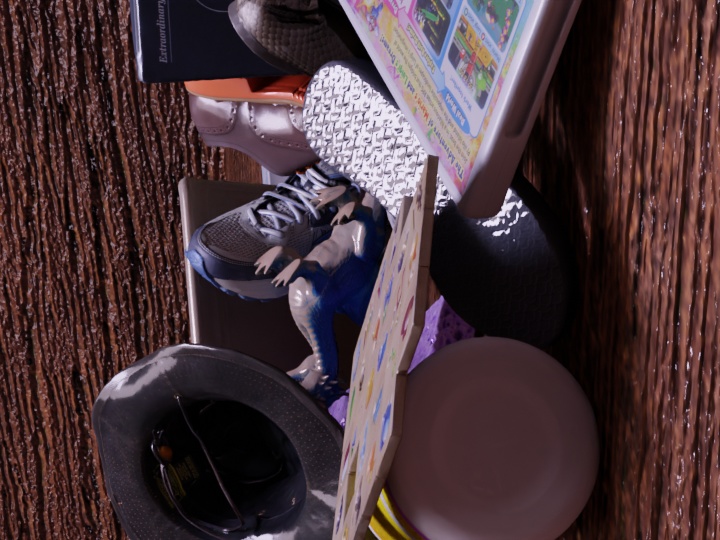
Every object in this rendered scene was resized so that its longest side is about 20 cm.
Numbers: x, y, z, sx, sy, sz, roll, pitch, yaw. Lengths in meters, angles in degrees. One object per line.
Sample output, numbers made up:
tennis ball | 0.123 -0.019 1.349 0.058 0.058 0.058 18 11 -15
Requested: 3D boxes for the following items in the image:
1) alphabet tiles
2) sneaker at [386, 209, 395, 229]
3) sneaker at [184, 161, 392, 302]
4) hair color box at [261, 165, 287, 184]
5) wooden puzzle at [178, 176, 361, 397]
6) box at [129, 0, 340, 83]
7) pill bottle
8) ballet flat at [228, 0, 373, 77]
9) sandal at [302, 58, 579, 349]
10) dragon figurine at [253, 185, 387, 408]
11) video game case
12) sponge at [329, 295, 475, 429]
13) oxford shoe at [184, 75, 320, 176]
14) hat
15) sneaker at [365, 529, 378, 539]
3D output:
alphabet tiles | 0.010 0.047 0.895 0.201 0.007 0.168 107 172 -50
sneaker | 0.043 -0.118 1.040 0.114 0.075 0.201 -114 27 -70
sneaker | -0.035 -0.045 1.283 0.077 0.199 0.086 43 133 28
hair color box | -0.023 -0.040 1.454 0.061 0.098 0.201 109 156 -75
wooden puzzle | -0.043 0.031 1.346 0.037 0.199 0.186 -24 67 51
box | -0.049 -0.207 1.194 0.107 0.199 0.149 -115 23 -69
pill bottle | 0.051 0.099 0.961 0.200 0.104 0.105 123 143 -77
ballet flat | 0.003 -0.125 1.092 0.046 0.200 0.068 -39 53 23
sandal | 0.047 -0.042 0.951 0.200 0.043 0.076 49 128 30
dragon figurine | 0.000 0.000 1.235 0.099 0.200 0.059 45 170 -31
video game case | 0.047 -0.157 0.889 0.200 0.024 0.183 -117 35 -44
sponge | 0.011 0.106 1.201 0.200 0.030 0.112 -49 21 54
oxford shoe | -0.025 -0.098 1.233 0.071 0.199 0.073 -40 -45 -44
hat | -0.070 0.117 1.194 0.081 0.200 0.202 -38 -46 -52
sneaker | 0.050 0.165 1.203 0.201 0.075 0.105 -101 28 -43
